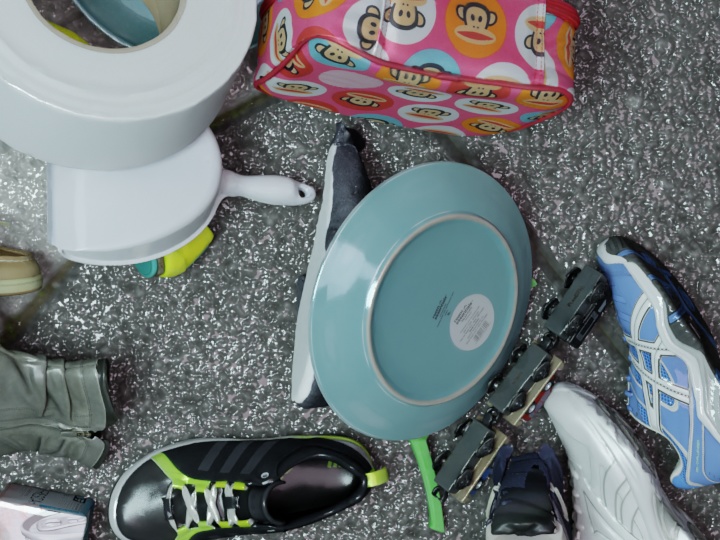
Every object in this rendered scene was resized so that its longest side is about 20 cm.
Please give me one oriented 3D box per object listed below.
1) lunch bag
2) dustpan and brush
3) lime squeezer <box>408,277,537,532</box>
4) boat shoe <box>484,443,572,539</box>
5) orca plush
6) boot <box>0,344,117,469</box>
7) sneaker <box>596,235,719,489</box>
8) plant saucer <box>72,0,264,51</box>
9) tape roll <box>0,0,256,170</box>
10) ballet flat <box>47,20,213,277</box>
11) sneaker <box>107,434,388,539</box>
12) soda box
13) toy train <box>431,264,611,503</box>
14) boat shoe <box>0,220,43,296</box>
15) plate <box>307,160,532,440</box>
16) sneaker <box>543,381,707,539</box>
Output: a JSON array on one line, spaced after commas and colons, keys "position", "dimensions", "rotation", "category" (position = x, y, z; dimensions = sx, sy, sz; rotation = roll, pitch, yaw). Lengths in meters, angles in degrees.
[{"position": [0.031, -0.142, 1.000], "dimensions": [0.200, 0.176, 0.082], "rotation": [9, 78, -20], "category": "lunch bag"}, {"position": [-0.117, -0.065, 1.005], "dimensions": [0.200, 0.057, 0.140], "rotation": [2, 72, -21], "category": "dustpan and brush"}, {"position": [0.066, 0.089, 1.080], "dimensions": [0.071, 0.038, 0.200], "rotation": [21, 90, -6], "category": "lime squeezer"}, {"position": [0.129, 0.213, 1.067], "dimensions": [0.075, 0.093, 0.200], "rotation": [0, 132, 9], "category": "boat shoe"}, {"position": [0.000, 0.000, 1.048], "dimensions": [0.071, 0.105, 0.200], "rotation": [9, 70, -16], "category": "orca plush"}, {"position": [-0.231, 0.063, 0.996], "dimensions": [0.131, 0.200, 0.068], "rotation": [0, 49, -5], "category": "boot"}, {"position": [0.220, 0.068, 1.076], "dimensions": [0.077, 0.076, 0.200], "rotation": [-31, 82, 23], "category": "sneaker"}, {"position": [-0.120, -0.246, 1.046], "dimensions": [0.200, 0.036, 0.200], "rotation": [0, 93, -5], "category": "plant saucer"}, {"position": [-0.171, -0.167, 0.948], "dimensions": [0.202, 0.071, 0.203], "rotation": [8, 65, -17], "category": "tape roll"}, {"position": [-0.163, -0.092, 1.043], "dimensions": [0.067, 0.067, 0.200], "rotation": [-29, 98, -25], "category": "ballet flat"}, {"position": [-0.082, 0.152, 1.045], "dimensions": [0.200, 0.083, 0.072], "rotation": [-12, 93, -5], "category": "sneaker"}, {"position": [-0.242, 0.257, 1.045], "dimensions": [0.068, 0.064, 0.200], "rotation": [12, 92, -6], "category": "soda box"}, {"position": [0.116, 0.084, 1.064], "dimensions": [0.034, 0.046, 0.200], "rotation": [37, 92, 32], "category": "toy train"}, {"position": [-0.316, -0.024, 1.018], "dimensions": [0.200, 0.073, 0.063], "rotation": [11, 94, -5], "category": "boat shoe"}, {"position": [0.051, 0.025, 1.016], "dimensions": [0.200, 0.026, 0.200], "rotation": [-12, 111, -36], "category": "plate"}, {"position": [0.179, 0.177, 1.079], "dimensions": [0.099, 0.078, 0.200], "rotation": [-33, 88, 12], "category": "sneaker"}]
